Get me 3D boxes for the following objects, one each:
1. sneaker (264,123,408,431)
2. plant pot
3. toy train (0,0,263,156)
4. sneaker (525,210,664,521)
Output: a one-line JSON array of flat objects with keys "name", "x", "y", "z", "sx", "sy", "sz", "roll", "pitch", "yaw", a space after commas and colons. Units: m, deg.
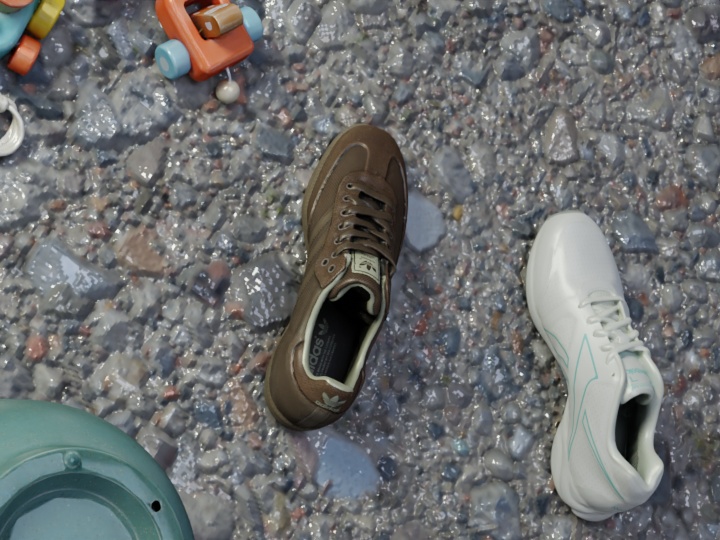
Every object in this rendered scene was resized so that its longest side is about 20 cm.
[{"name": "sneaker", "x": 0.000, "y": 0.000, "z": 1.101, "sx": 0.070, "sy": 0.075, "sz": 0.201, "roll": 20, "pitch": 71, "yaw": -22}, {"name": "plant pot", "x": -0.167, "y": 0.158, "z": 0.947, "sx": 0.199, "sy": 0.134, "sz": 0.202, "roll": 6, "pitch": 76, "yaw": -25}, {"name": "toy train", "x": -0.152, "y": -0.152, "z": 1.070, "sx": 0.199, "sy": 0.056, "sz": 0.151, "roll": -25, "pitch": 90, "yaw": -30}, {"name": "sneaker", "x": 0.159, "y": 0.056, "z": 1.170, "sx": 0.070, "sy": 0.080, "sz": 0.202, "roll": -4, "pitch": 79, "yaw": -26}]
